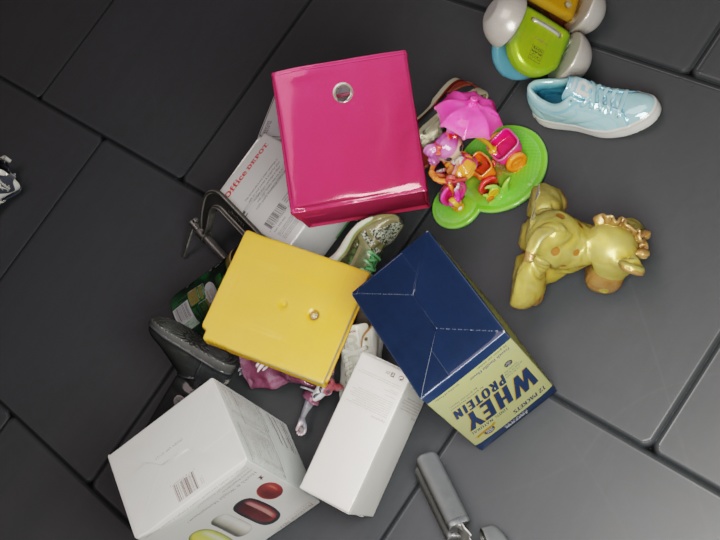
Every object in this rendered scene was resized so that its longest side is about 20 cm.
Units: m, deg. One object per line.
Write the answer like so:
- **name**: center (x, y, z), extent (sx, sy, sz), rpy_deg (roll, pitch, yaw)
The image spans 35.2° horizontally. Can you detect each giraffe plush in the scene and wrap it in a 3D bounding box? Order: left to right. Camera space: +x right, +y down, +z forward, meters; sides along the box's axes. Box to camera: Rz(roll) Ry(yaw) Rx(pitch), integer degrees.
- **giraffe plush**: center (0.297, -0.032, 1.507), extent (0.161, 0.200, 0.173), rpy_deg (12, 64, 4)

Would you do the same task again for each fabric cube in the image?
- **fabric cube**: center (-0.011, -0.183, 1.635), extent (0.195, 0.200, 0.200), rpy_deg (-8, 86, 4)

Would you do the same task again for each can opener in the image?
- **can opener**: center (0.137, 0.321, 1.467), extent (0.067, 0.053, 0.200), rpy_deg (-14, 50, -16)

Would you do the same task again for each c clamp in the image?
- **c clamp**: center (-0.216, -0.040, 1.843), extent (0.200, 0.027, 0.171), rpy_deg (40, 131, 32)

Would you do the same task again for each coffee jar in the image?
- **coffee jar**: center (-0.196, 0.027, 1.744), extent (0.200, 0.104, 0.086), rpy_deg (-34, 74, 35)

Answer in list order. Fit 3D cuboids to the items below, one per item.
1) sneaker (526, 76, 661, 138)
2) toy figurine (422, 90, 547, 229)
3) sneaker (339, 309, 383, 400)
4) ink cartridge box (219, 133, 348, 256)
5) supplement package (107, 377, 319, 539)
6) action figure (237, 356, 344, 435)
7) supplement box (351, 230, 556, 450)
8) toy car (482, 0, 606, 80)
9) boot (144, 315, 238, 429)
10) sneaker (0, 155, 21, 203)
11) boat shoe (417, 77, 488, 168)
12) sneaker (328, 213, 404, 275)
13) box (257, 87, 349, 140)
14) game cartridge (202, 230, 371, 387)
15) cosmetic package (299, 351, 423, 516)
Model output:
- **sneaker**: center (0.329, -0.242, 1.636), extent (0.199, 0.082, 0.074), rpy_deg (4, 67, 32)
- **toy figurine**: center (0.151, -0.175, 1.639), extent (0.200, 0.184, 0.150), rpy_deg (-39, 51, 7)
- **sneaker**: center (-0.008, 0.126, 1.630), extent (0.072, 0.085, 0.201), rpy_deg (-9, 62, 24)
- **ink cartridge box**: center (-0.117, -0.113, 1.826), extent (0.200, 0.084, 0.146), rpy_deg (33, 84, 38)
- **supplement package**: center (-0.201, 0.289, 1.577), extent (0.191, 0.200, 0.147), rpy_deg (-36, 52, 9)
- **action figure**: center (-0.091, 0.141, 1.674), extent (0.199, 0.134, 0.149), rpy_deg (16, 46, 39)
- **supplement box**: center (0.124, 0.095, 1.493), extent (0.134, 0.200, 0.200), rpy_deg (-39, 52, 6)
- **toy car**: center (0.261, -0.375, 1.721), extent (0.150, 0.174, 0.201), rpy_deg (-22, 47, 62)
- **boot**: center (-0.291, 0.191, 1.719), extent (0.164, 0.066, 0.201), rpy_deg (31, 103, 23)
- **sneaker**: center (-0.725, -0.142, 2.203), extent (0.129, 0.079, 0.200), rpy_deg (-19, 45, 31)
- **boat shoe**: center (0.119, -0.211, 1.755), extent (0.062, 0.071, 0.200), rpy_deg (31, 78, 36)
- **sneaker**: center (0.000, 0.000, 1.708), extent (0.200, 0.077, 0.089), rpy_deg (-44, 55, 12)
- **box**: center (-0.061, -0.249, 1.884), extent (0.199, 0.060, 0.117), rpy_deg (5, 67, 33)
- **game cartridge**: center (-0.107, 0.052, 1.610), extent (0.199, 0.032, 0.177), rpy_deg (19, 73, 15)
- **cosmetic package**: center (0.010, 0.223, 1.527), extent (0.085, 0.108, 0.201), rpy_deg (24, 83, 22)
